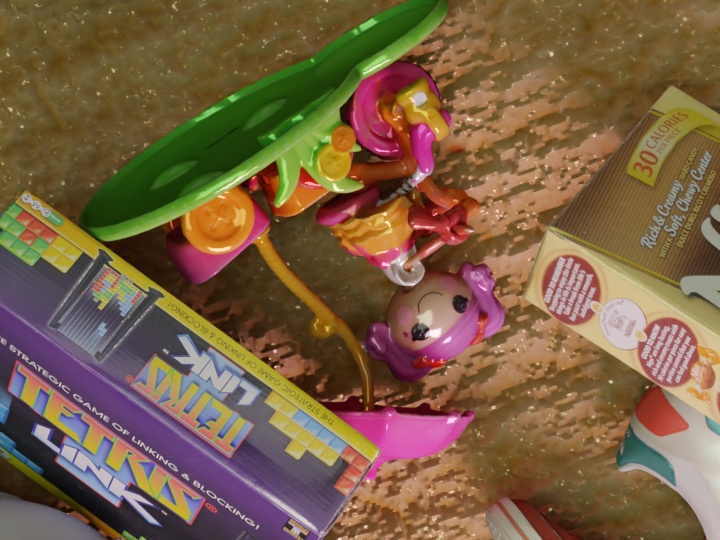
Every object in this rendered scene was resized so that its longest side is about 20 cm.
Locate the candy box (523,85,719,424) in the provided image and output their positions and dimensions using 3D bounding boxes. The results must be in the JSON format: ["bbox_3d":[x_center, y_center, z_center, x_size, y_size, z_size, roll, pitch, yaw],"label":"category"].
[{"bbox_3d":[0.187,0.016,1.032,0.200,0.115,0.055,34,143,13],"label":"candy box"}]

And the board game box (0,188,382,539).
[{"bbox_3d":[-0.102,0.072,1.086,0.200,0.165,0.057,36,63,3],"label":"board game box"}]

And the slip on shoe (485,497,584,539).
[{"bbox_3d":[0.146,0.166,1.111,0.200,0.074,0.061,34,80,4],"label":"slip on shoe"}]

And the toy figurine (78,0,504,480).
[{"bbox_3d":[0.000,0.000,1.093,0.200,0.150,0.184,-35,107,-11],"label":"toy figurine"}]

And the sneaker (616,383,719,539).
[{"bbox_3d":[0.209,0.117,1.094,0.200,0.070,0.093,39,116,1],"label":"sneaker"}]

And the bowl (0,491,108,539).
[{"bbox_3d":[-0.192,0.170,1.130,0.201,0.091,0.201,-9,139,-8],"label":"bowl"}]
